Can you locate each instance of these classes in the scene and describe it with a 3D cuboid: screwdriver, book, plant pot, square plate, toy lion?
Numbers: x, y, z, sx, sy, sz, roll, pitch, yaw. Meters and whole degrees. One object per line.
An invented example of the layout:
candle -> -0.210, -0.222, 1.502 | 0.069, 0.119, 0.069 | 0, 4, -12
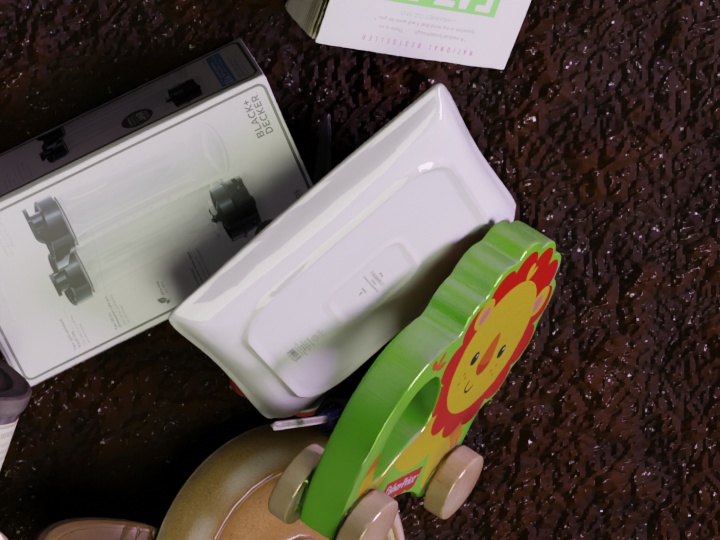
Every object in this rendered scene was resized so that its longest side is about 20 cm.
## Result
screwdriver -> -0.026, 0.091, 1.730 | 0.028, 0.200, 0.029 | 8, 96, 13
book -> 0.054, -0.216, 1.646 | 0.133, 0.048, 0.201 | 7, 115, -29
plant pot -> -0.042, 0.193, 1.807 | 0.199, 0.027, 0.201 | -5, 98, -40
square plate -> 0.000, 0.000, 1.697 | 0.198, 0.028, 0.200 | -41, 155, -1
toy lion -> 0.046, 0.062, 1.742 | 0.200, 0.069, 0.192 | -21, 140, -62

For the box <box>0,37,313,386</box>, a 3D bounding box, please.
box -> -0.129, -0.032, 1.669 | 0.199, 0.060, 0.117 | -27, 120, -4

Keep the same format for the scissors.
scissors -> -0.022, -0.001, 1.766 | 0.073, 0.014, 0.201 | 9, 115, -23

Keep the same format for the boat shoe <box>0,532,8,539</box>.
boat shoe -> -0.302, 0.179, 1.736 | 0.199, 0.065, 0.072 | -13, 108, -10

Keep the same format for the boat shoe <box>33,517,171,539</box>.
boat shoe -> -0.126, 0.189, 1.803 | 0.199, 0.072, 0.073 | 14, 87, -38

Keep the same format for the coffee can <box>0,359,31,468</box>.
coffee can -> -0.280, 0.133, 1.615 | 0.146, 0.146, 0.201 | 16, 99, -28
